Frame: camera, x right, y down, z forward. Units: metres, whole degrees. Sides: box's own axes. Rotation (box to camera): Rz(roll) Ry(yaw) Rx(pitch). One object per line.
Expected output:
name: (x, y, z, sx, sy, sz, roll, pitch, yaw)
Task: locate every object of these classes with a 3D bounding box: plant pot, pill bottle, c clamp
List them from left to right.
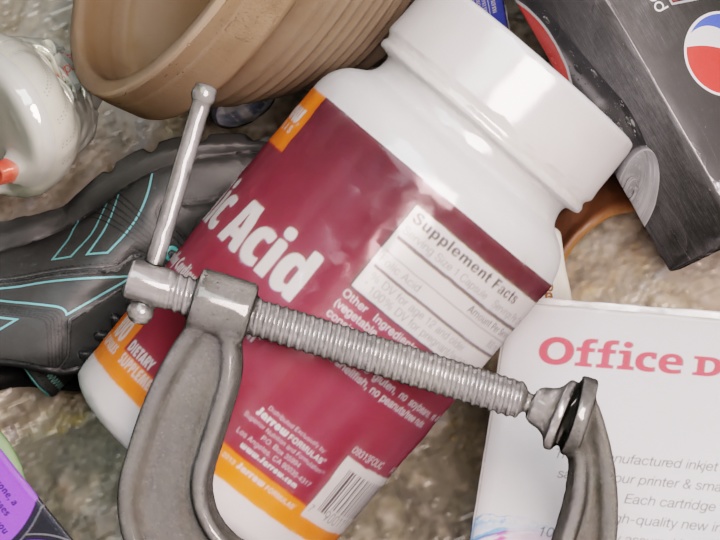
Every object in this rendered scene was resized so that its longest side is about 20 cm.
plant pot: (-0.021, -0.139, 1.125, 0.092, 0.201, 0.202, 26, 59, -24)
pill bottle: (0.000, 0.000, 1.078, 0.114, 0.114, 0.200, 41, 92, 27)
c clamp: (0.002, 0.053, 1.011, 0.199, 0.027, 0.172, 23, 93, -2)

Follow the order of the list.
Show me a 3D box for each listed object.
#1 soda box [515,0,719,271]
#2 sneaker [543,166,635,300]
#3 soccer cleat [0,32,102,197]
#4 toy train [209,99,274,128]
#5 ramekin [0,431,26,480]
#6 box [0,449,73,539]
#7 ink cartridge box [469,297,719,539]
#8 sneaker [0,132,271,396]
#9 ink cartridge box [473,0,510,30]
soda box: (0.108, -0.105, 1.148, 0.063, 0.071, 0.201, -29, 89, -23)
sneaker: (0.031, 0.001, 1.165, 0.200, 0.073, 0.085, -39, 58, -15)
soccer cleat: (-0.134, -0.067, 1.175, 0.077, 0.200, 0.070, -21, 96, -16)
toy train: (-0.069, -0.156, 1.255, 0.114, 0.085, 0.200, -35, 60, 9)
ramekin: (-0.232, 0.092, 1.090, 0.199, 0.200, 0.098, -33, 53, -10)
box: (-0.129, 0.156, 1.028, 0.106, 0.200, 0.122, -36, 61, -12)
ink cartridge box: (0.114, 0.121, 1.077, 0.147, 0.086, 0.201, 5, 61, 12)
sneaker: (-0.105, 0.006, 1.196, 0.199, 0.075, 0.080, -20, 69, 7)
ink cartridge box: (0.023, -0.175, 1.257, 0.044, 0.094, 0.201, -13, 59, 1)
